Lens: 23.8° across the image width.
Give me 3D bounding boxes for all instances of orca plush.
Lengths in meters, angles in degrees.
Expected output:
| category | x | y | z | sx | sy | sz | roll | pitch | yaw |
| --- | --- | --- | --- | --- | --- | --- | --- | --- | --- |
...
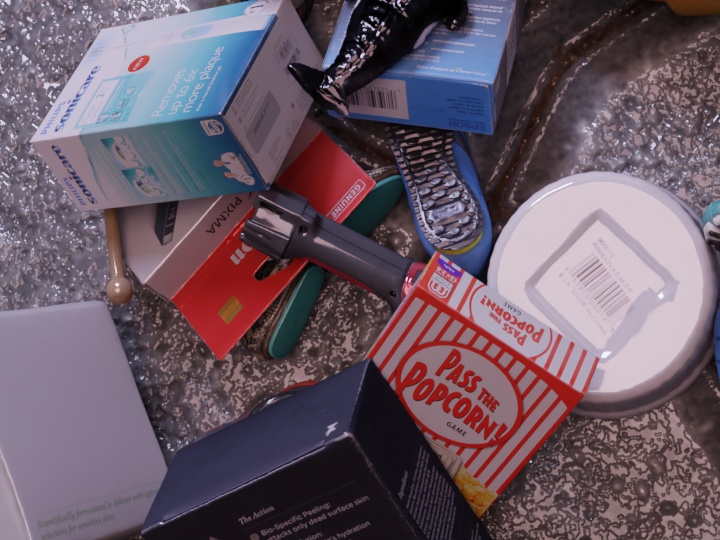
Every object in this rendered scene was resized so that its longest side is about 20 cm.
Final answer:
| category | x | y | z | sx | sy | sz | roll | pitch | yaw |
| --- | --- | --- | --- | --- | --- | --- | --- | --- | --- |
| orca plush | 0.016 | -0.219 | 1.348 | 0.200 | 0.071 | 0.105 | -40 | 58 | -21 |

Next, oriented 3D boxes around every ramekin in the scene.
| category | x | y | z | sx | sy | sz | roll | pitch | yaw |
| --- | --- | --- | --- | --- | --- | --- | --- | --- | --- |
| ramekin | 0.193 | 0.017 | 1.366 | 0.198 | 0.098 | 0.203 | -1 | 84 | 13 |

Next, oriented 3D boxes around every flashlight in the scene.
| category | x | y | z | sx | sy | sz | roll | pitch | yaw |
| --- | --- | --- | --- | --- | --- | --- | --- | --- | --- |
| flashlight | 0.000 | 0.000 | 1.363 | 0.198 | 0.068 | 0.068 | 26 | 102 | -2 |

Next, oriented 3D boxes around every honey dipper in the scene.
| category | x | y | z | sx | sy | sz | roll | pitch | yaw |
| --- | --- | --- | --- | --- | --- | --- | --- | --- | --- |
| honey dipper | -0.213 | -0.061 | 1.456 | 0.038 | 0.038 | 0.202 | -18 | 58 | 10 |

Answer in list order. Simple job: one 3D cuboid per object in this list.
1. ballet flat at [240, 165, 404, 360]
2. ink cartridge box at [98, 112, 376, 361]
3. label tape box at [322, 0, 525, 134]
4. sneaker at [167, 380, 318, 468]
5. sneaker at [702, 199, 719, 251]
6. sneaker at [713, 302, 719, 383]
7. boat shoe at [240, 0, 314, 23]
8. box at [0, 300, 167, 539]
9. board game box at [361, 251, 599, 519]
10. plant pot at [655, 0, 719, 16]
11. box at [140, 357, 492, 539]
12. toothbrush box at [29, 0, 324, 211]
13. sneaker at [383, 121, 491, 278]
| category | x | y | z | sx | sy | sz | roll | pitch | yaw |
| --- | --- | --- | --- | --- | --- | --- | --- | --- | --- |
| ballet flat | -0.046 | -0.021 | 1.443 | 0.075 | 0.068 | 0.201 | 38 | 95 | 29 |
| ink cartridge box | -0.107 | -0.055 | 1.431 | 0.200 | 0.045 | 0.176 | -48 | 50 | 4 |
| label tape box | 0.062 | -0.213 | 1.424 | 0.142 | 0.064 | 0.202 | 8 | 54 | 13 |
| sneaker | -0.109 | 0.157 | 1.425 | 0.199 | 0.082 | 0.077 | -39 | 78 | 6 |
| sneaker | 0.347 | -0.065 | 1.336 | 0.198 | 0.078 | 0.080 | -18 | 71 | -21 |
| sneaker | 0.321 | 0.084 | 1.336 | 0.070 | 0.082 | 0.202 | 1 | 97 | 31 |
| boat shoe | -0.075 | -0.244 | 1.397 | 0.070 | 0.201 | 0.063 | 2 | 64 | 3 |
| box | -0.290 | 0.150 | 1.388 | 0.170 | 0.198 | 0.202 | -27 | 80 | 28 |
| board game box | 0.072 | 0.099 | 1.335 | 0.151 | 0.046 | 0.201 | 32 | 133 | 0 |
| plant pot | 0.209 | -0.299 | 1.353 | 0.181 | 0.200 | 0.203 | -2 | 84 | 24 |
| box | -0.028 | 0.208 | 1.327 | 0.195 | 0.118 | 0.201 | -26 | 110 | 22 |
| toothbrush box | -0.146 | -0.134 | 1.388 | 0.198 | 0.086 | 0.147 | -5 | 44 | 34 |
| sneaker | 0.064 | -0.082 | 1.426 | 0.065 | 0.079 | 0.202 | -16 | 62 | 5 |
